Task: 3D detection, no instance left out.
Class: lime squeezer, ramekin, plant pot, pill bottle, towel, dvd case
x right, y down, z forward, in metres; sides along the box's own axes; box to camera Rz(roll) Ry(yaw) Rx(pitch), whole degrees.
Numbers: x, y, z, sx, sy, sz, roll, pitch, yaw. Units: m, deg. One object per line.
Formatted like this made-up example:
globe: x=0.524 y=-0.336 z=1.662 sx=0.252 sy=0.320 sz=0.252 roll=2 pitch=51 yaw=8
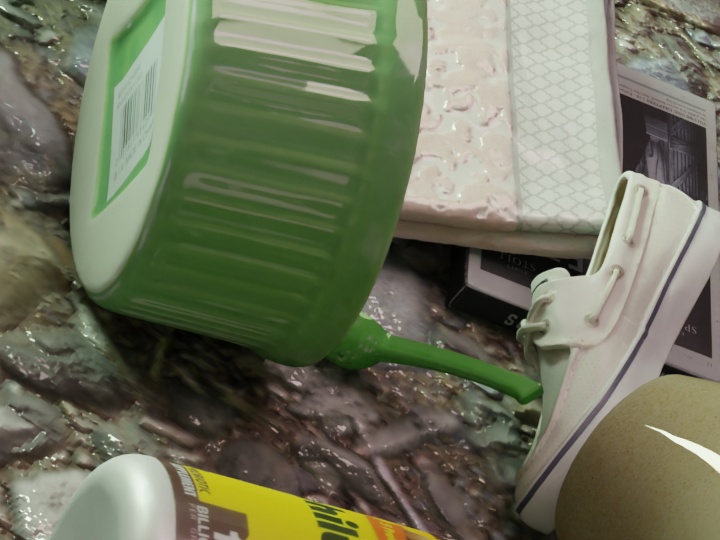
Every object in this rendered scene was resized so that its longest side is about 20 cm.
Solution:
lime squeezer: x=0.000 y=0.000 z=1.121 sx=0.200 sy=0.071 sz=0.038 roll=55 pitch=7 yaw=34
ramekin: x=-0.054 y=-0.065 z=1.046 sx=0.097 sy=0.200 sz=0.200 roll=10 pitch=36 yaw=-20
plant pot: x=0.184 y=0.133 z=1.014 sx=0.187 sy=0.188 sz=0.200 roll=-6 pitch=34 yaw=-46
pill bottle: x=-0.011 y=0.140 z=0.869 sx=0.200 sy=0.109 sz=0.109 roll=18 pitch=33 yaw=-23
towel: x=0.041 y=-0.095 z=1.247 sx=0.191 sy=0.032 sz=0.200 roll=8 pitch=48 yaw=-8
dvd case: x=0.119 y=-0.037 z=1.278 sx=0.150 sy=0.025 sz=0.200 roll=21 pitch=46 yaw=-17

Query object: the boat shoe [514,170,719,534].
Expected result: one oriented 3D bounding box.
boat shoe: x=0.104 y=0.031 z=1.126 sx=0.070 sy=0.071 sz=0.200 roll=32 pitch=57 yaw=0
